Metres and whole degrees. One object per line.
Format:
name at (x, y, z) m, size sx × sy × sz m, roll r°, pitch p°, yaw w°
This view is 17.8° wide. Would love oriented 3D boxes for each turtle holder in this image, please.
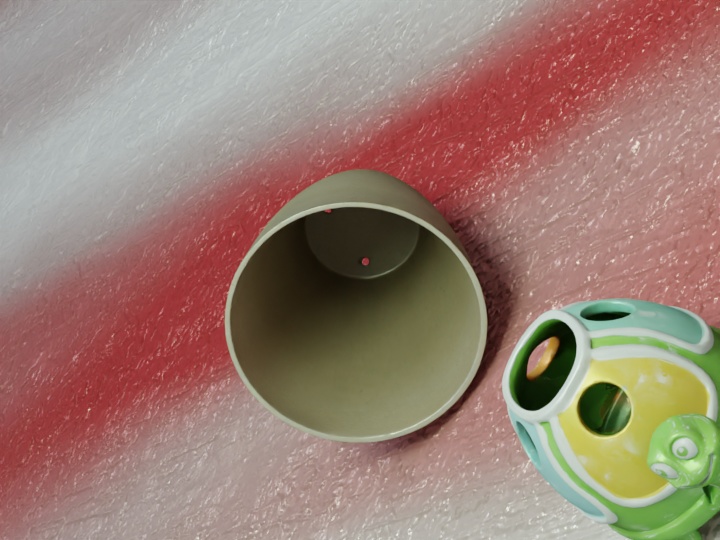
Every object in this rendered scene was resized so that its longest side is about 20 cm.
turtle holder at (0.160, 0.093, 1.346) m, size 0.141 × 0.132 × 0.186 m, roll -48°, pitch 28°, yaw 28°

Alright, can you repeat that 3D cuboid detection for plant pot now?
plant pot at (0.000, 0.000, 1.726) m, size 0.187 × 0.187 × 0.200 m, roll -53°, pitch 12°, yaw 20°
